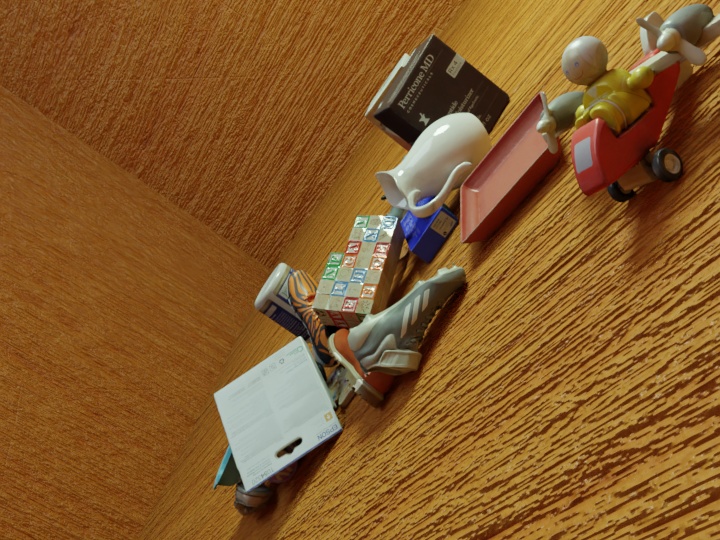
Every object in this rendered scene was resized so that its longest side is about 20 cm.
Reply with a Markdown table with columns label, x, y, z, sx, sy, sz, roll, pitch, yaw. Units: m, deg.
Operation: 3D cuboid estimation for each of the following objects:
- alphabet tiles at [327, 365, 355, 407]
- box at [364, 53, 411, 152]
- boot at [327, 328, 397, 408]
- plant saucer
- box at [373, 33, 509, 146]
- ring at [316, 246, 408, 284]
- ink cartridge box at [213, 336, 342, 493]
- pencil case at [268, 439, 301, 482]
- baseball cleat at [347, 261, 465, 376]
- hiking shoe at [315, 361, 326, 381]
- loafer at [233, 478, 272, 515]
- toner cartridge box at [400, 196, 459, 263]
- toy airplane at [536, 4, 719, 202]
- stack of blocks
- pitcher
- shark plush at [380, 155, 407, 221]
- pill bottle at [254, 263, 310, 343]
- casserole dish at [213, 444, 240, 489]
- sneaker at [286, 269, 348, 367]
| label | x | y | z | sx | sy | sz | roll | pitch | yaw |
| --- | --- | --- | --- | --- | --- | --- | --- | --- | --- |
| alphabet tiles | -0.009 | 0.164 | 1.159 | 0.198 | 0.014 | 0.201 | -57 | 11 | 15 |
| box | 0.135 | -0.380 | 1.507 | 0.153 | 0.198 | 0.107 | -49 | 12 | 31 |
| boot | 0.014 | 0.125 | 1.005 | 0.108 | 0.074 | 0.200 | -53 | 27 | 1 |
| plant saucer | 0.223 | -0.148 | 0.944 | 0.201 | 0.036 | 0.201 | -50 | 14 | 30 |
| box | 0.159 | -0.331 | 1.283 | 0.168 | 0.198 | 0.164 | -57 | 12 | 1 |
| ring | 0.005 | -0.006 | 1.279 | 0.195 | 0.020 | 0.201 | -17 | 13 | 4 |
| ink cartridge box | -0.142 | 0.249 | 1.099 | 0.194 | 0.043 | 0.202 | -32 | 56 | 2 |
| pencil case | -0.153 | 0.313 | 1.199 | 0.201 | 0.084 | 0.086 | -94 | 27 | -73 |
| baseball cleat | 0.080 | 0.080 | 0.900 | 0.197 | 0.108 | 0.070 | -33 | -21 | 5 |
| hiking shoe | -0.096 | 0.218 | 1.227 | 0.102 | 0.074 | 0.200 | -62 | 20 | 13 |
| loafer | -0.208 | 0.433 | 1.193 | 0.200 | 0.070 | 0.065 | 139 | 144 | -73 |
| toner cartridge box | 0.124 | -0.090 | 1.187 | 0.096 | 0.043 | 0.201 | -54 | 13 | 13 |
| toy airplane | 0.262 | -0.188 | 0.625 | 0.201 | 0.139 | 0.200 | -52 | 12 | 24 |
| stack of blocks | 0.000 | 0.000 | 1.137 | 0.112 | 0.059 | 0.204 | 4 | 59 | 25 |
| pitcher | 0.143 | -0.178 | 1.111 | 0.198 | 0.122 | 0.172 | -36 | 37 | -4 |
| shark plush | 0.081 | -0.152 | 1.426 | 0.202 | 0.082 | 0.091 | -56 | 12 | 7 |
| pill bottle | -0.123 | 0.085 | 1.380 | 0.117 | 0.198 | 0.116 | -51 | 12 | 15 |
| casserole dish | -0.220 | 0.318 | 1.193 | 0.121 | 0.038 | 0.205 | 147 | 145 | -73 |
| sneaker | -0.072 | 0.076 | 1.205 | 0.076 | 0.204 | 0.112 | -21 | -14 | -29 |
